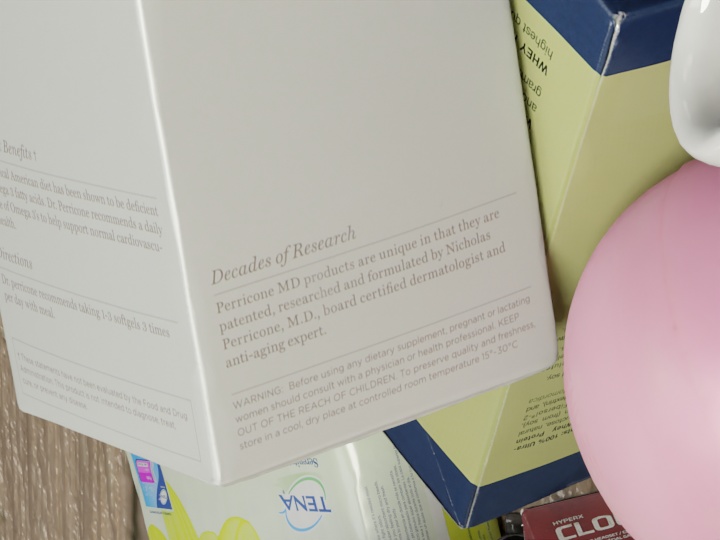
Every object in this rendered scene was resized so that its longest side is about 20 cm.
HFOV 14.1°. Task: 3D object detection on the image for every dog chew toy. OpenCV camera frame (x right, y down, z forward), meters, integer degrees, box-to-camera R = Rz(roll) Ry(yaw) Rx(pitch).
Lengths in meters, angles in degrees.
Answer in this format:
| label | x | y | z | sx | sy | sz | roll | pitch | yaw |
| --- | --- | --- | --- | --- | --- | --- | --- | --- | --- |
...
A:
| label | x | y | z | sx | sy | sz | roll | pitch | yaw |
| --- | --- | --- | --- | --- | --- | --- | --- | --- | --- |
| dog chew toy | 0.153 | 0.010 | 0.754 | 0.199 | 0.124 | 0.125 | -24 | 84 | 27 |

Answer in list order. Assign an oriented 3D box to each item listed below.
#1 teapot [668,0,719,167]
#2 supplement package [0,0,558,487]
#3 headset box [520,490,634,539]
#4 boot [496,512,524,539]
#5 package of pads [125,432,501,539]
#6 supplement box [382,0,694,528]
| label | x | y | z | sx | sy | sz | roll | pitch | yaw |
| --- | --- | --- | --- | --- | --- | --- | --- | --- | --- |
| teapot | 0.096 | -0.139 | 0.715 | 0.197 | 0.200 | 0.146 | 40 | 131 | 21 |
| supplement package | -0.036 | -0.062 | 0.786 | 0.117 | 0.117 | 0.201 | 16 | 119 | 55 |
| headset box | 0.109 | 0.169 | 0.909 | 0.200 | 0.075 | 0.149 | -110 | 9 | -55 |
| boot | 0.038 | 0.207 | 1.017 | 0.175 | 0.069 | 0.201 | 84 | -165 | -50 |
| package of pads | -0.021 | 0.099 | 1.167 | 0.200 | 0.068 | 0.155 | -5 | 101 | 60 |
| supplement box | 0.049 | -0.072 | 0.891 | 0.200 | 0.134 | 0.200 | 50 | 143 | 34 |
